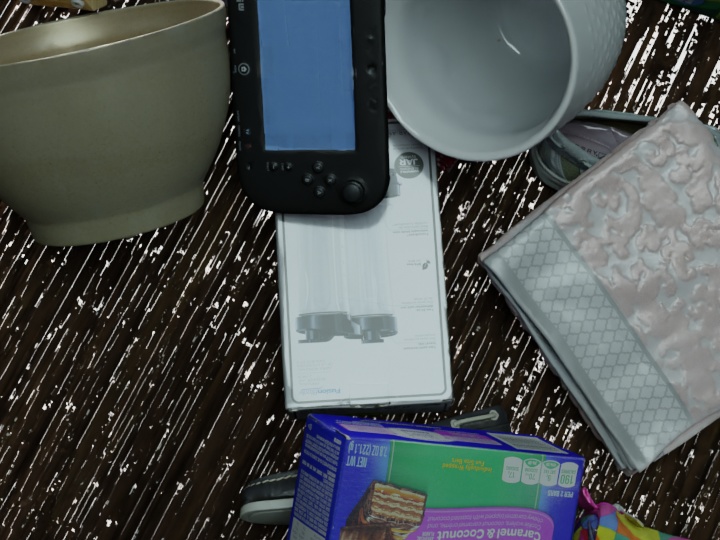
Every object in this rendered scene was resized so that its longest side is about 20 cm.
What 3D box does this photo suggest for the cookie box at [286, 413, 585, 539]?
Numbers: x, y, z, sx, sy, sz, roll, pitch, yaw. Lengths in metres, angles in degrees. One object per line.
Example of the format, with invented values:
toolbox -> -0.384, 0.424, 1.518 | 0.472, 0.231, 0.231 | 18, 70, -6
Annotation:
cookie box -> 0.040, 0.203, 1.283 | 0.171, 0.075, 0.200 | 7, 95, -21

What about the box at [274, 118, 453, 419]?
box -> 0.000, 0.000, 1.385 | 0.117, 0.060, 0.200 | -4, 79, -1

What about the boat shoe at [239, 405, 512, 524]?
boat shoe -> 0.012, 0.131, 1.359 | 0.200, 0.074, 0.060 | -8, 77, -13

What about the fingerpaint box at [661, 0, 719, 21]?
fingerpaint box -> 0.220, -0.265, 1.422 | 0.167, 0.200, 0.073 | 19, 74, -4

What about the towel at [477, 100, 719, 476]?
towel -> 0.209, 0.014, 1.404 | 0.191, 0.032, 0.200 | -37, 98, -7

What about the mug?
mug -> 0.106, -0.191, 1.365 | 0.148, 0.175, 0.200 | 4, 109, 25

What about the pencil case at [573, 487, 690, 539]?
pencil case -> 0.228, 0.222, 1.363 | 0.200, 0.088, 0.088 | 22, 74, -4

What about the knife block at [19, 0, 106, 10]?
knife block -> -0.216, -0.299, 1.372 | 0.064, 0.200, 0.176 | 10, 68, 25

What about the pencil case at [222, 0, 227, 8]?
pencil case -> -0.138, -0.268, 1.419 | 0.200, 0.086, 0.084 | 35, 56, 10

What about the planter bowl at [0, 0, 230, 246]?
planter bowl -> -0.175, -0.095, 1.342 | 0.200, 0.200, 0.135 | -15, 105, -11

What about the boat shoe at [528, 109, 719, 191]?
boat shoe -> 0.224, -0.076, 1.445 | 0.202, 0.065, 0.074 | 14, 75, -4

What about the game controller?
game controller -> -0.034, -0.134, 1.321 | 0.104, 0.042, 0.200 | -1, 107, 3

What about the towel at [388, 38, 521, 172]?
towel -> 0.021, -0.180, 1.465 | 0.200, 0.022, 0.145 | 37, 72, 0
